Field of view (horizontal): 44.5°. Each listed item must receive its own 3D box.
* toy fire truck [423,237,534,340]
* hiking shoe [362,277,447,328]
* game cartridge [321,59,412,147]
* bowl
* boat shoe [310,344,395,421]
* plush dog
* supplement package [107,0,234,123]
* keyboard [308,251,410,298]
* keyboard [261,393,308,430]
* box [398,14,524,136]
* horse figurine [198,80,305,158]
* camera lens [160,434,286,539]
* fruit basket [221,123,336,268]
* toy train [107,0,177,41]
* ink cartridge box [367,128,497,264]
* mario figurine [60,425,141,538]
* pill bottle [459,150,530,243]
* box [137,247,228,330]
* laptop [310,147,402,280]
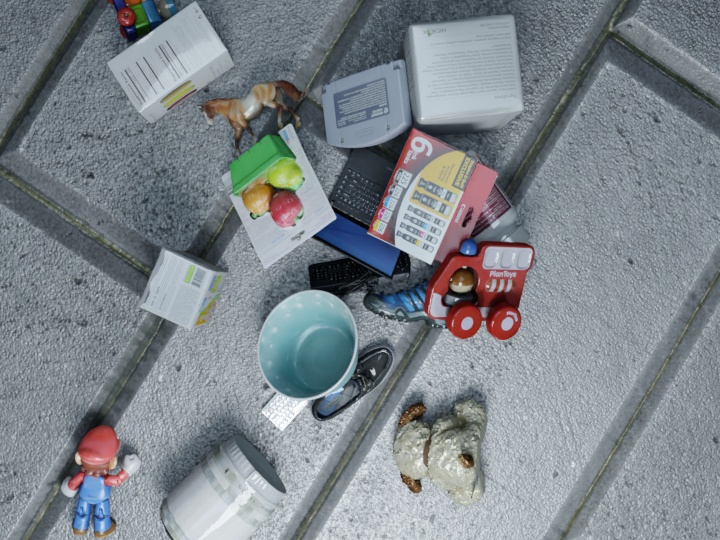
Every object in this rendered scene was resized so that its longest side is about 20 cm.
[{"bbox_3d":[0.211,0.025,1.585,0.196,0.112,0.172,3,108,-22],"label":"toy fire truck"},{"bbox_3d":[0.100,0.056,1.676,0.195,0.074,0.089,11,84,-13],"label":"hiking shoe"},{"bbox_3d":[0.011,-0.300,1.635,0.197,0.041,0.137,-7,93,42],"label":"game cartridge"},{"bbox_3d":[-0.081,0.149,1.625,0.196,0.105,0.206,-7,69,18],"label":"bowl"},{"bbox_3d":[-0.014,0.215,1.665,0.198,0.066,0.071,-36,91,-2],"label":"boat shoe"},{"bbox_3d":[0.140,0.341,1.642,0.168,0.160,0.205,2,89,21],"label":"plush dog"},{"bbox_3d":[-0.350,-0.384,1.639,0.198,0.114,0.111,-35,90,-1],"label":"supplement package"},{"bbox_3d":[0.000,0.000,1.656,0.195,0.040,0.105,-10,45,-2],"label":"keyboard"},{"bbox_3d":[-0.103,0.214,1.689,0.056,0.011,0.200,42,88,-1],"label":"keyboard"},{"bbox_3d":[0.179,-0.350,1.617,0.195,0.199,0.176,-6,90,-3],"label":"box"},{"bbox_3d":[-0.196,-0.303,1.670,0.197,0.050,0.134,-30,73,6],"label":"horse figurine"},{"bbox_3d":[-0.253,0.423,1.604,0.200,0.160,0.160,-44,91,-3],"label":"camera lens"},{"bbox_3d":[-0.151,-0.137,1.634,0.184,0.093,0.203,-33,82,24],"label":"fruit basket"},{"bbox_3d":[-0.429,-0.548,1.660,0.114,0.085,0.204,-23,90,-13],"label":"toy train"},{"bbox_3d":[0.132,-0.124,1.574,0.173,0.084,0.204,25,98,4],"label":"ink cartridge box"},{"bbox_3d":[-0.486,0.387,1.651,0.121,0.105,0.205,3,101,-38],"label":"mario figurine"},{"bbox_3d":[0.227,-0.116,1.660,0.109,0.110,0.202,-36,90,-3],"label":"pill bottle"},{"bbox_3d":[-0.314,0.032,1.589,0.100,0.200,0.115,24,90,-1],"label":"box"},{"bbox_3d":[0.024,-0.114,1.654,0.175,0.103,0.203,27,91,-2],"label":"laptop"}]
